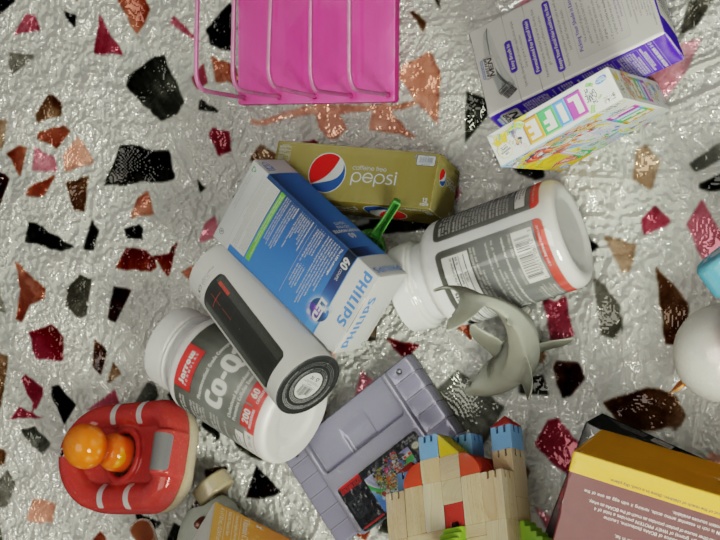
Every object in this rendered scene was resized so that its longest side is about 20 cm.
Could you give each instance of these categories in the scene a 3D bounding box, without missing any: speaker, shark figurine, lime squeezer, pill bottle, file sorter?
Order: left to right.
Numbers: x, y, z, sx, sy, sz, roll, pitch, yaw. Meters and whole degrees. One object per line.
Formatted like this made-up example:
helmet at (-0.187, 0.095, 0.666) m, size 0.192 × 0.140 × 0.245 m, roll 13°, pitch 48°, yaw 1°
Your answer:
pill bottle at (-0.144, 0.124, 1.678) m, size 0.199 × 0.113 × 0.115 m, roll 26°, pitch 103°, yaw 32°
speaker at (-0.105, 0.058, 1.594) m, size 0.082 × 0.081 × 0.200 m, roll -53°, pitch 52°, yaw 17°
file sorter at (-0.071, -0.257, 1.630) m, size 0.198 × 0.125 × 0.141 m, roll 2°, pitch 93°, yaw 24°
lime squeezer at (0.000, 0.000, 1.613) m, size 0.037 × 0.071 × 0.201 m, roll 23°, pitch 112°, yaw -18°
pill bottle at (0.132, -0.010, 1.554) m, size 0.198 × 0.116 × 0.117 m, roll -19°, pitch 85°, yaw 24°
shark figurine at (0.153, 0.085, 1.516) m, size 0.126 × 0.215 × 0.090 m, roll -10°, pitch 57°, yaw 9°

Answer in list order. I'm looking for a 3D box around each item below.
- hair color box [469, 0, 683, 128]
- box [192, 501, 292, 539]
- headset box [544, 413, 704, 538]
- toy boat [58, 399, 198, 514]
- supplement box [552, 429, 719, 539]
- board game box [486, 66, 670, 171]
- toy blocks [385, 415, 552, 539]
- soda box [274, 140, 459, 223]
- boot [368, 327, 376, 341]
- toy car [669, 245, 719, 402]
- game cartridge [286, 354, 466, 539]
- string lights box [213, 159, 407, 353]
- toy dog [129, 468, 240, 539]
hair color box at (0.217, -0.229, 1.516) m, size 0.198 × 0.065 × 0.111 m, roll -23°, pitch 60°, yaw 23°
box at (-0.099, 0.361, 1.632) m, size 0.198 × 0.125 × 0.098 m, roll 28°, pitch 105°, yaw -10°
headset box at (0.271, 0.271, 1.526) m, size 0.148 × 0.077 × 0.202 m, roll 24°, pitch 101°, yaw 21°
toy boat at (-0.289, 0.211, 1.726) m, size 0.199 × 0.130 × 0.132 m, roll -10°, pitch 67°, yaw 44°
supplement box at (0.283, 0.283, 1.408) m, size 0.195 × 0.133 × 0.203 m, roll 15°, pitch 98°, yaw 19°
board game box at (0.218, -0.145, 1.462) m, size 0.134 × 0.199 × 0.035 m, roll -29°, pitch 80°, yaw 23°
toy blocks at (0.100, 0.231, 1.560) m, size 0.198 × 0.099 × 0.138 m, roll -19°, pitch 66°, yaw 34°
soda box at (0.003, -0.096, 1.629) m, size 0.198 × 0.068 × 0.065 m, roll 7°, pitch 80°, yaw 25°
boot at (-0.072, 0.034, 1.685) m, size 0.197 × 0.074 × 0.077 m, roll 3°, pitch 79°, yaw 17°
toy car at (0.377, 0.061, 1.448) m, size 0.185 × 0.177 × 0.200 m, roll 52°, pitch 140°, yaw -1°
game cartridge at (0.018, 0.203, 1.664) m, size 0.200 × 0.038 × 0.130 m, roll -40°, pitch 72°, yaw 21°
string lights box at (-0.056, -0.017, 1.572) m, size 0.200 × 0.059 × 0.103 m, roll 43°, pitch 115°, yaw 24°
toy dog at (-0.207, 0.326, 1.736) m, size 0.131 × 0.096 × 0.202 m, roll 34°, pitch 105°, yaw 21°
